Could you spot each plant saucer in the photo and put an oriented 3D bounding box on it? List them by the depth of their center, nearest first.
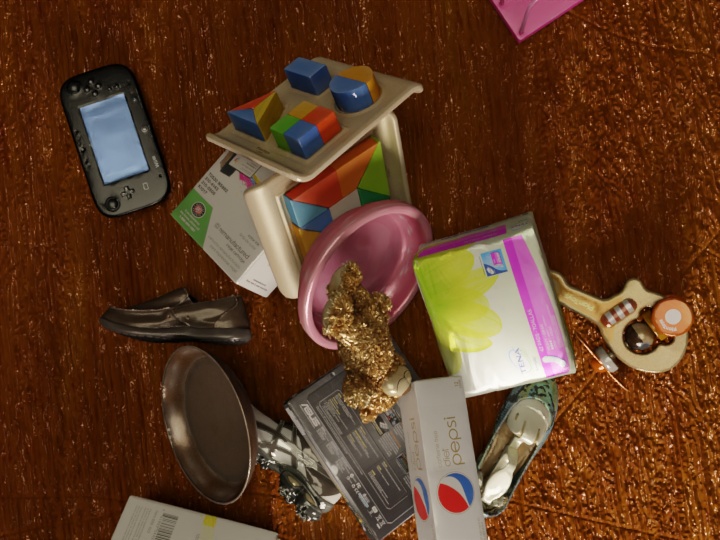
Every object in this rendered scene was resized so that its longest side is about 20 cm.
[{"bbox_3d":[0.000,0.000,0.933,0.051,0.200,0.201,38,92,37],"label":"plant saucer"},{"bbox_3d":[-0.186,0.189,0.963,0.200,0.032,0.201,13,108,44],"label":"plant saucer"}]

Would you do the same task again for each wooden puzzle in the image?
[{"bbox_3d":[-0.058,-0.189,0.875,0.200,0.046,0.185,-39,43,-22],"label":"wooden puzzle"},{"bbox_3d":[-0.026,-0.072,0.911,0.200,0.185,0.037,-33,49,-17],"label":"wooden puzzle"}]

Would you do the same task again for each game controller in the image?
[{"bbox_3d":[-0.327,-0.174,1.032,0.104,0.042,0.201,-20,87,5],"label":"game controller"}]

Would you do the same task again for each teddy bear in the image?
[{"bbox_3d":[0.010,0.083,0.863,0.066,0.145,0.201,-11,110,15],"label":"teddy bear"}]

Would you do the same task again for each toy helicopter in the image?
[{"bbox_3d":[0.302,0.064,0.958,0.199,0.079,0.133,26,100,17],"label":"toy helicopter"}]

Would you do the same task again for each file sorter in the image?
[{"bbox_3d":[0.204,-0.418,0.943,0.139,0.125,0.200,-33,85,4],"label":"file sorter"}]

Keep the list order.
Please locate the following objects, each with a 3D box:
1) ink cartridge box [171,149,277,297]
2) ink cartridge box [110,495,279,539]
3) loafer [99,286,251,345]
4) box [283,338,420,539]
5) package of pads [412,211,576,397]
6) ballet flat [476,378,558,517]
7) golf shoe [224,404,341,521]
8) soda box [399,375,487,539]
[{"bbox_3d":[-0.114,-0.092,0.967,0.145,0.084,0.200,43,93,25],"label":"ink cartridge box"},{"bbox_3d":[-0.213,0.382,0.952,0.199,0.084,0.146,13,52,6],"label":"ink cartridge box"},{"bbox_3d":[-0.239,0.058,1.009,0.199,0.073,0.071,3,78,1],"label":"loafer"},{"bbox_3d":[0.023,0.203,0.955,0.158,0.048,0.200,-33,86,-19],"label":"box"},{"bbox_3d":[0.158,0.047,0.923,0.154,0.068,0.201,-16,107,17],"label":"package of pads"},{"bbox_3d":[0.192,0.220,0.955,0.074,0.074,0.201,26,91,6],"label":"ballet flat"},{"bbox_3d":[-0.096,0.221,0.991,0.094,0.078,0.200,-39,82,-20],"label":"golf shoe"},{"bbox_3d":[0.095,0.229,0.903,0.063,0.068,0.201,-4,77,-16],"label":"soda box"}]
